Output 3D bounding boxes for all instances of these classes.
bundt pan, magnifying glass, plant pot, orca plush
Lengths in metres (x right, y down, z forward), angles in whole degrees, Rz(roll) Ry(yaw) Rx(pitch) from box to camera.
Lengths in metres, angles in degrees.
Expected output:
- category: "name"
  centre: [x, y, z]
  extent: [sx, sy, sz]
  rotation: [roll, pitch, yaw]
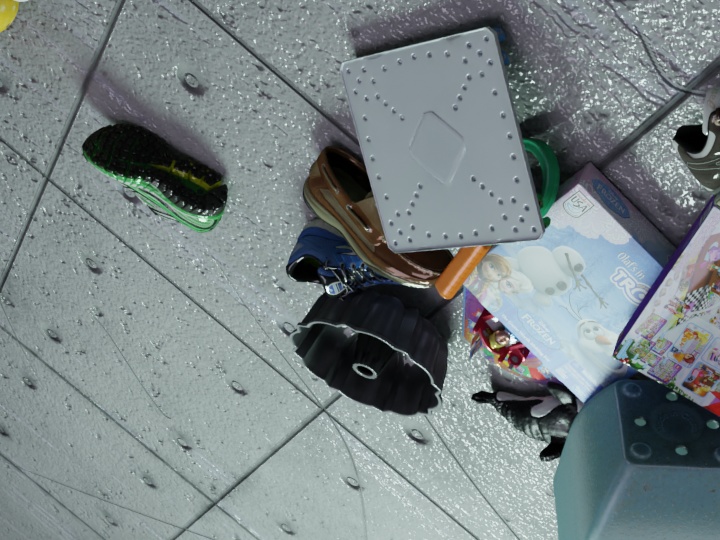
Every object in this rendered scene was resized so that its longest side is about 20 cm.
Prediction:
- category: "bundt pan"
  centre: [0.019, 0.090, 1.555]
  extent: [0.199, 0.076, 0.203]
  rotation: [20, 151, 12]
- category: "magnifying glass"
  centre: [0.131, -0.047, 1.291]
  extent: [0.201, 0.022, 0.080]
  rotation: [-57, 47, 37]
- category: "plant pot"
  centre: [0.308, 0.222, 1.335]
  extent: [0.193, 0.198, 0.202]
  rotation: [2, 130, 2]
- category: "orca plush"
  centre: [0.214, 0.181, 1.497]
  extent: [0.198, 0.072, 0.106]
  rotation: [15, 150, 28]

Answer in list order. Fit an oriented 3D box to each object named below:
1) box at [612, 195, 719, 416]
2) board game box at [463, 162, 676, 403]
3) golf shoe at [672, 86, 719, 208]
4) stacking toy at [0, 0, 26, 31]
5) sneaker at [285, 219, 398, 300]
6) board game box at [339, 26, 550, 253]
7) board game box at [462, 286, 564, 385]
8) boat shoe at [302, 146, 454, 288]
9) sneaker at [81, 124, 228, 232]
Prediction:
- category: "box"
  centre: [0.340, 0.037, 1.209]
  extent: [0.136, 0.039, 0.201]
  rotation: [29, 129, 4]
- category: "board game box"
  centre: [0.228, 0.019, 1.311]
  extent: [0.200, 0.044, 0.199]
  rotation: [43, 134, -8]
- category: "golf shoe"
  centre: [0.328, -0.123, 1.058]
  extent: [0.094, 0.078, 0.200]
  rotation: [39, 144, -2]
- category: "stacking toy"
  centre: [-0.447, -0.311, 1.506]
  extent: [0.198, 0.147, 0.147]
  rotation: [-13, 123, 30]
- category: "sneaker"
  centre: [0.000, 0.000, 1.477]
  extent: [0.198, 0.090, 0.079]
  rotation: [4, 134, 35]
- category: "board game box"
  centre: [0.081, -0.122, 1.262]
  extent: [0.198, 0.026, 0.203]
  rotation: [-4, 106, 44]
- category: "board game box"
  centre: [0.176, 0.070, 1.442]
  extent: [0.156, 0.039, 0.201]
  rotation: [22, 143, 21]
- category: "boat shoe"
  centre: [0.018, -0.059, 1.391]
  extent: [0.199, 0.075, 0.074]
  rotation: [37, 137, 19]
- category: "sneaker"
  centre: [-0.257, -0.106, 1.594]
  extent: [0.198, 0.078, 0.086]
  rotation: [32, 146, 8]
